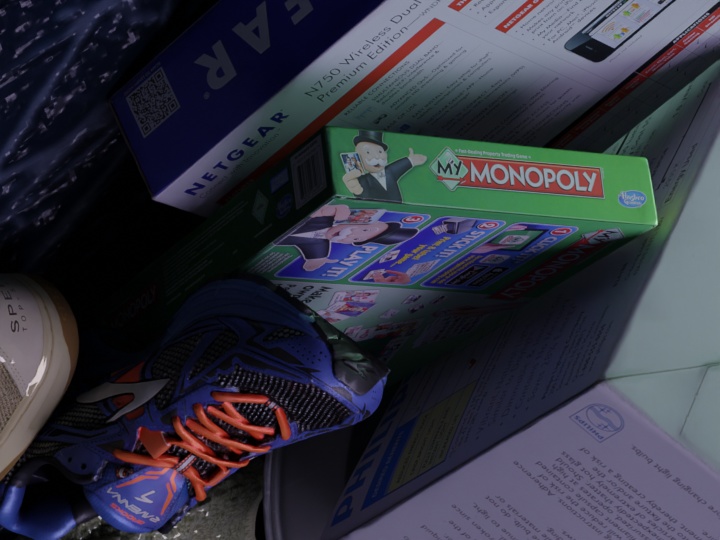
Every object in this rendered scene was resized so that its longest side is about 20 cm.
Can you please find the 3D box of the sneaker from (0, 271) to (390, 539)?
[{"bbox_3d":[-0.065,0.060,1.088,0.075,0.079,0.200,36,146,-28],"label":"sneaker"}]

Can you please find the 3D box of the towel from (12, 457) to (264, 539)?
[{"bbox_3d":[-0.129,0.159,1.289,0.200,0.036,0.149,-25,145,-26],"label":"towel"}]

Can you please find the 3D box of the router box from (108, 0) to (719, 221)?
[{"bbox_3d":[0.038,-0.084,1.101,0.200,0.049,0.179,-39,149,22],"label":"router box"}]

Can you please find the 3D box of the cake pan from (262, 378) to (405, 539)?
[{"bbox_3d":[0.044,0.099,1.278,0.200,0.201,0.037,-9,180,-43],"label":"cake pan"}]

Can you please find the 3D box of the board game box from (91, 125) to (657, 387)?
[{"bbox_3d":[0.000,0.000,1.114,0.134,0.029,0.200,3,159,-30],"label":"board game box"}]

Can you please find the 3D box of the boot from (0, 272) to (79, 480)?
[{"bbox_3d":[-0.205,0.078,1.061,0.155,0.073,0.200,11,120,-54],"label":"boot"}]

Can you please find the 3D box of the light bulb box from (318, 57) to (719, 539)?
[{"bbox_3d":[0.114,0.042,1.167,0.200,0.125,0.198,-36,-161,52],"label":"light bulb box"}]
